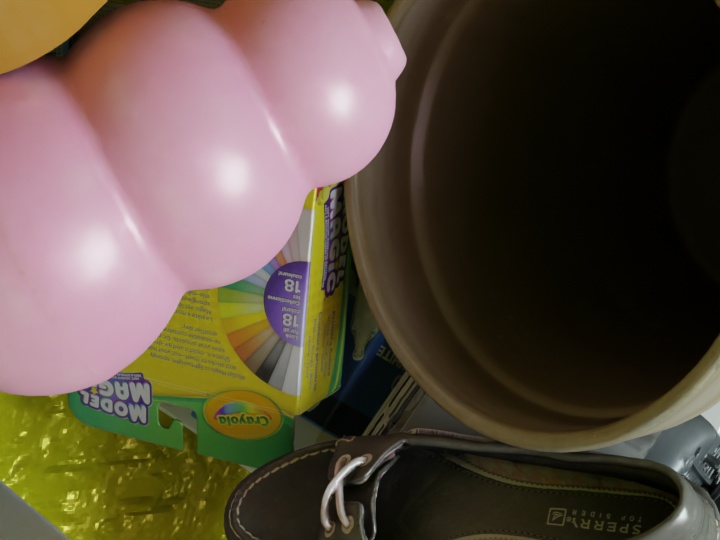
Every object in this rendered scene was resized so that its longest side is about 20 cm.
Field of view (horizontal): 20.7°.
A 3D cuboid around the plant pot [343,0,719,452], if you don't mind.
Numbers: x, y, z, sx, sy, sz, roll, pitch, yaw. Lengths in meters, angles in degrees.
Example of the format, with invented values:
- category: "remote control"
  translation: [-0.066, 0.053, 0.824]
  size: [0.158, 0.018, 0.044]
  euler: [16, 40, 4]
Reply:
- category: "plant pot"
  translation: [0.121, -0.036, 0.773]
  size: [0.173, 0.199, 0.202]
  euler: [-2, 111, -48]

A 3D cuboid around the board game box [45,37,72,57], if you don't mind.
- category: "board game box"
  translation: [-0.203, -0.027, 0.747]
  size: [0.199, 0.036, 0.153]
  euler: [-14, 119, -40]

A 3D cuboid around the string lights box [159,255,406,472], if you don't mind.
- category: "string lights box"
  translation: [0.000, 0.000, 0.889]
  size: [0.059, 0.102, 0.201]
  euler: [32, 87, -50]

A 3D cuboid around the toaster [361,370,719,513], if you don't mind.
- category: "toaster"
  translation: [0.068, 0.104, 0.829]
  size: [0.201, 0.129, 0.114]
  euler: [-56, 152, -6]

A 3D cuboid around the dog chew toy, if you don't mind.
- category: "dog chew toy"
  translation: [-0.076, -0.040, 0.715]
  size: [0.199, 0.125, 0.125]
  euler: [-28, 131, 0]

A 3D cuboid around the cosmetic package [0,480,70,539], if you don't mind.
- category: "cosmetic package"
  translation: [-0.131, 0.149, 0.782]
  size: [0.071, 0.199, 0.102]
  euler: [-43, 133, -18]

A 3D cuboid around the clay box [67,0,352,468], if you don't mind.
- category: "clay box"
  translation: [-0.061, -0.026, 0.810]
  size: [0.048, 0.114, 0.202]
  euler: [-30, 128, -62]

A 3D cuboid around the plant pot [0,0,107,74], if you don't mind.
- category: "plant pot"
  translation: [-0.156, -0.162, 0.630]
  size: [0.200, 0.200, 0.184]
  euler: [-49, 150, -12]

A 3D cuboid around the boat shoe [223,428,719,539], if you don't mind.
- category: "boat shoe"
  translation: [0.037, 0.088, 0.746]
  size: [0.057, 0.198, 0.067]
  euler: [62, 34, -57]

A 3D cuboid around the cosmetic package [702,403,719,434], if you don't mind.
- category: "cosmetic package"
  translation: [0.182, 0.037, 1.066]
  size: [0.201, 0.084, 0.108]
  euler: [-62, 164, -8]
